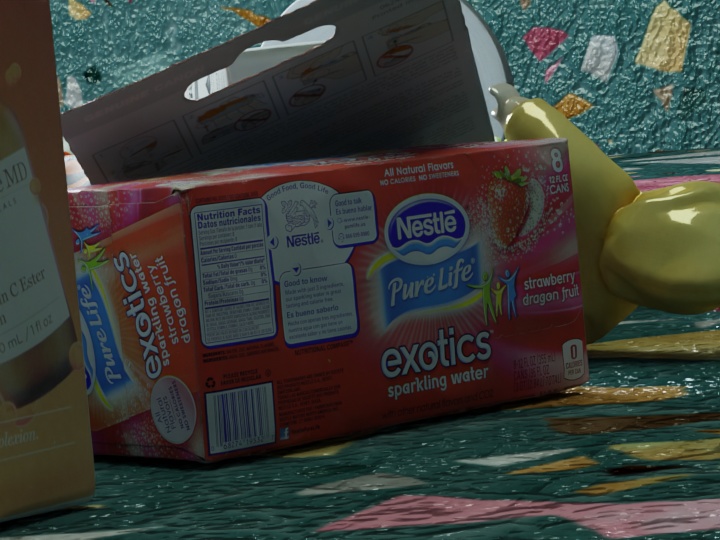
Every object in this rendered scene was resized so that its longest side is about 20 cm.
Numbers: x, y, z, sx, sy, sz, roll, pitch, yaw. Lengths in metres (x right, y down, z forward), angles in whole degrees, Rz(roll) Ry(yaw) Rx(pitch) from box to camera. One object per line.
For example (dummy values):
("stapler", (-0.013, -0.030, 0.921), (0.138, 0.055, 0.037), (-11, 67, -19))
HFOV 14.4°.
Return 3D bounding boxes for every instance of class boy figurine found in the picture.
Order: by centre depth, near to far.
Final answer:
("boy figurine", (0.082, -0.023, 1.242), (0.200, 0.124, 0.064), (7, 29, 37))

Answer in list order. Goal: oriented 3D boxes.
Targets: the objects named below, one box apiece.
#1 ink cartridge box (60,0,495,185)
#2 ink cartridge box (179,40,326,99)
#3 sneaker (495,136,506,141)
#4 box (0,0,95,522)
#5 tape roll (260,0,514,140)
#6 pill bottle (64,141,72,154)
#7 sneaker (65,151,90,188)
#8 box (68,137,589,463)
("ink cartridge box", (-0.035, -0.068, 1.132), (0.160, 0.047, 0.200), (-24, -22, -1))
("ink cartridge box", (-0.042, -0.050, 1.559), (0.083, 0.147, 0.200), (-7, 4, -10))
("sneaker", (0.107, -0.053, 1.902), (0.075, 0.076, 0.200), (-8, 4, -19))
("box", (-0.177, -0.015, 0.887), (0.106, 0.200, 0.152), (-2, 6, 36))
("tape roll", (0.017, -0.130, 2.199), (0.200, 0.201, 0.066), (-4, 4, 8))
("pill bottle", (-0.168, -0.021, 1.540), (0.113, 0.113, 0.200), (-9, 6, -43))
("sneaker", (-0.175, -0.034, 1.373), (0.200, 0.112, 0.078), (-35, 12, 45))
("box", (-0.016, 0.008, 1.077), (0.200, 0.100, 0.095), (-9, 6, -42))
